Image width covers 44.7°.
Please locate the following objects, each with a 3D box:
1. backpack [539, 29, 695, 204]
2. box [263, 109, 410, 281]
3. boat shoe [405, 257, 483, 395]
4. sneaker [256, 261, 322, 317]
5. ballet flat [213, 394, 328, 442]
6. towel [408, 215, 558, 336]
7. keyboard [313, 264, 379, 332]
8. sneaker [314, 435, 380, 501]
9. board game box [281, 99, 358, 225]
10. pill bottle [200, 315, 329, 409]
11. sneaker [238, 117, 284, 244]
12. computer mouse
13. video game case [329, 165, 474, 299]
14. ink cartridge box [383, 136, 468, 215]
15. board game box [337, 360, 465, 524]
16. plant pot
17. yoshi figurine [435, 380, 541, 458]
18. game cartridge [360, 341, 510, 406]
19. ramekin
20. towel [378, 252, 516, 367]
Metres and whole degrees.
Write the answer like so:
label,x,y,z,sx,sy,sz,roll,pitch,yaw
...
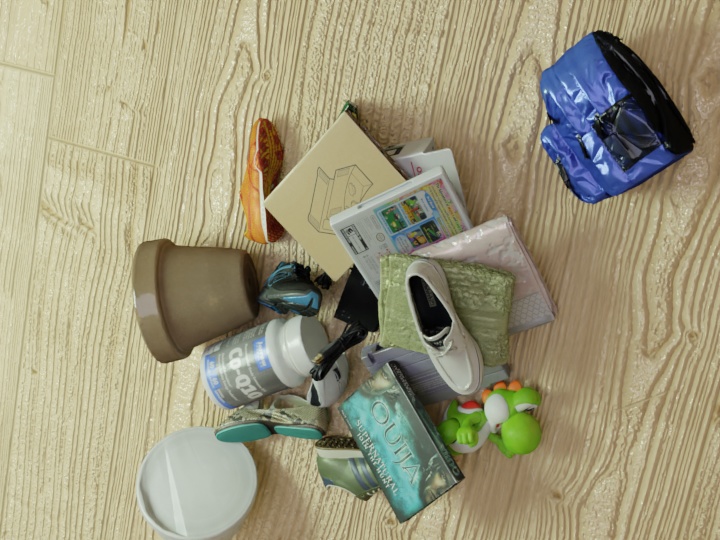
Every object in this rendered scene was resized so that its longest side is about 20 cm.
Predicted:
label,x,y,z,sx,sy,sz,roll,pitch,yaw
backpack,0.321,-0.203,1.163,0.166,0.162,0.203,-33,84,26
box,-0.028,-0.106,1.289,0.164,0.021,0.200,46,117,0
boat shoe,0.111,0.084,1.190,0.071,0.066,0.204,-14,102,23
sneaker,-0.107,0.022,1.367,0.072,0.199,0.083,30,79,-23
ballet flat,-0.146,0.245,1.463,0.195,0.068,0.077,-5,54,12
towel,0.165,0.030,1.275,0.197,0.033,0.193,-22,119,23
keyboard,0.000,0.000,1.358,0.125,0.021,0.203,23,123,1
sneaker,0.020,0.324,1.406,0.196,0.067,0.092,3,104,23
board game box,-0.063,-0.165,1.366,0.023,0.105,0.202,30,108,-11
pill bottle,-0.154,0.146,1.429,0.197,0.113,0.116,-22,87,24
sneaker,-0.169,-0.146,1.430,0.076,0.072,0.205,5,95,32
computer mouse,-0.040,0.162,1.360,0.044,0.110,0.201,38,152,15
video game case,0.077,-0.039,1.280,0.179,0.024,0.201,-24,128,14
ink cartridge box,0.064,-0.125,1.315,0.196,0.067,0.118,-8,114,23
board game box,0.057,0.256,1.311,0.135,0.028,0.202,-45,67,34
plant pot,-0.260,0.040,1.439,0.170,0.200,0.205,-9,92,6
yoshi figurine,0.187,0.249,1.306,0.198,0.113,0.113,-31,100,20
game cartridge,0.114,0.140,1.326,0.197,0.039,0.130,-21,123,25
ramekin,-0.271,0.373,1.469,0.200,0.203,0.095,31,145,16
towel,0.118,0.053,1.235,0.195,0.036,0.152,8,111,18
